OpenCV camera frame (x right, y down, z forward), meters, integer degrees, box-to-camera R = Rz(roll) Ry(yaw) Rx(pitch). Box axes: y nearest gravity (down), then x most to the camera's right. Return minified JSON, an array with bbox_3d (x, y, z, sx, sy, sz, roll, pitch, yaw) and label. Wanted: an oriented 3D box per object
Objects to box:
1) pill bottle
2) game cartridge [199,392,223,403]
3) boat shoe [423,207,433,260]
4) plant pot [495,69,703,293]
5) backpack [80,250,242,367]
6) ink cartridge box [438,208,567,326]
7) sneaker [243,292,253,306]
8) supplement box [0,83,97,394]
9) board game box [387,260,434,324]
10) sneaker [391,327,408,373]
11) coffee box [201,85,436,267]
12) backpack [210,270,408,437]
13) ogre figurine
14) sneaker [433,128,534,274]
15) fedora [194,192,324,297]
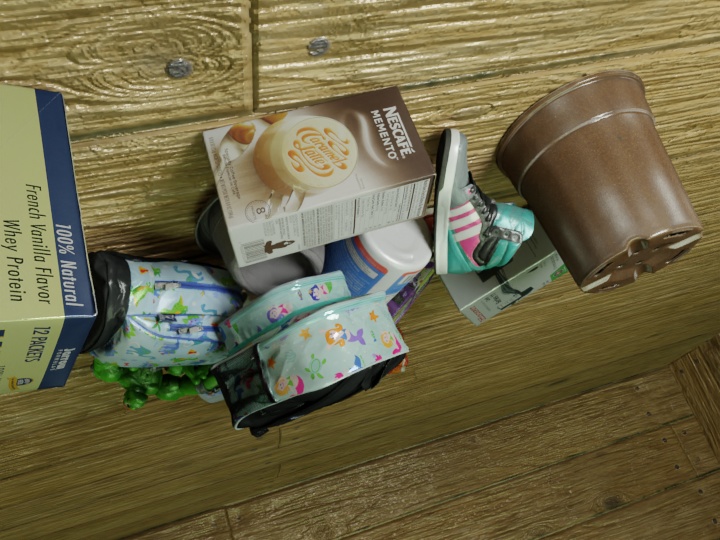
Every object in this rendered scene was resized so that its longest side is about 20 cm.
[{"bbox_3d":[0.000,0.000,0.849,0.111,0.114,0.200,-1,150,-35],"label":"pill bottle"},{"bbox_3d":[-0.238,0.190,1.161,0.131,0.042,0.201,-18,156,-14],"label":"game cartridge"},{"bbox_3d":[0.052,-0.012,0.925,0.071,0.063,0.199,4,148,-46],"label":"boat shoe"},{"bbox_3d":[0.294,-0.095,0.768,0.197,0.201,0.201,-17,155,-8],"label":"plant pot"},{"bbox_3d":[-0.232,0.050,0.760,0.162,0.156,0.198,-32,167,39],"label":"backpack"},{"bbox_3d":[0.237,-0.004,1.029,0.198,0.084,0.146,-33,156,12],"label":"ink cartridge box"},{"bbox_3d":[-0.152,0.093,0.921,0.199,0.074,0.101,27,87,-38],"label":"sneaker"},{"bbox_3d":[-0.315,-0.021,0.452,0.197,0.203,0.134,-2,152,-37],"label":"supplement box"},{"bbox_3d":[0.053,0.060,0.987,0.200,0.032,0.121,-49,165,-25],"label":"board game box"},{"bbox_3d":[0.058,0.176,1.317,0.076,0.074,0.201,-7,152,-3],"label":"sneaker"},{"bbox_3d":[-0.041,-0.093,0.620,0.197,0.116,0.080,-16,156,-10],"label":"coffee box"},{"bbox_3d":[-0.052,0.086,0.718,0.198,0.153,0.176,-24,172,39],"label":"backpack"},{"bbox_3d":[-0.305,0.144,0.931,0.198,0.100,0.120,8,146,-42],"label":"ogre figurine"},{"bbox_3d":[0.147,-0.075,0.759,0.118,0.084,0.202,0,134,5],"label":"sneaker"},{"bbox_3d":[-0.096,-0.028,0.740,0.174,0.092,0.200,-21,156,4],"label":"fedora"}]
